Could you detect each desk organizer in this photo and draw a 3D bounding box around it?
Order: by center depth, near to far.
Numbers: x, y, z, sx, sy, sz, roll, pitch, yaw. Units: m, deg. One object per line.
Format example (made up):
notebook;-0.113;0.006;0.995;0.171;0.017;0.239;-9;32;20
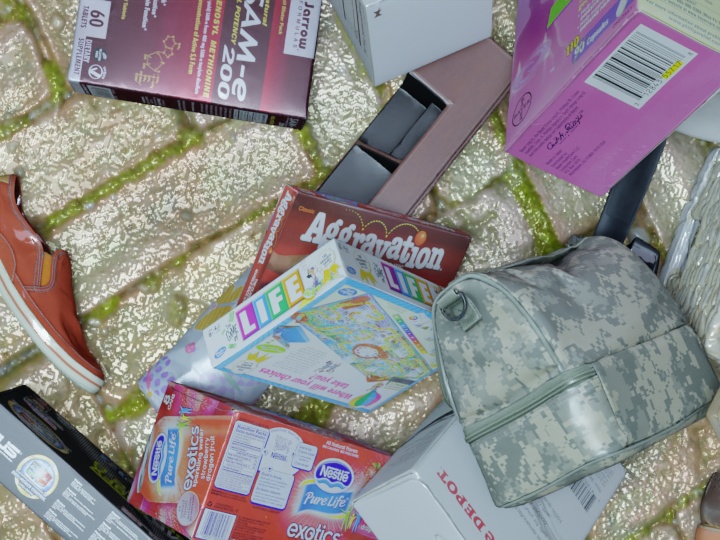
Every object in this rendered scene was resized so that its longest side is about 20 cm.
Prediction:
desk organizer;0.047;-0.114;1.060;0.077;0.072;0.201;39;84;-1

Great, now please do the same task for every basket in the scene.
basket;0.368;0.014;1.046;0.198;0.161;0.200;23;87;-3

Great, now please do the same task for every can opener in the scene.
can opener;0.222;-0.056;1.043;0.078;0.064;0.202;14;116;4

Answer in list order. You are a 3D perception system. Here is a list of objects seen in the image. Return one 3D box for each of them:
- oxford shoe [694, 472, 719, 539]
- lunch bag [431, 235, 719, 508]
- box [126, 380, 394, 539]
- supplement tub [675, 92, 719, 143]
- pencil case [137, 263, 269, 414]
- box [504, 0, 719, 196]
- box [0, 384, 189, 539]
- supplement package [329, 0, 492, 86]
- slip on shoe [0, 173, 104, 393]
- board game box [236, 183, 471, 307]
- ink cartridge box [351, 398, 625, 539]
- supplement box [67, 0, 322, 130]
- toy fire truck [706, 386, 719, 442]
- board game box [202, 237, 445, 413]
oxford shoe;0.393;0.222;1.087;0.197;0.071;0.074;11;82;-5
lunch bag;0.157;0.065;0.944;0.199;0.139;0.169;-13;74;-45
box;-0.067;0.165;0.979;0.199;0.095;0.101;23;84;-42
supplement tub;0.322;-0.221;1.050;0.143;0.145;0.202;16;80;-5
pencil case;-0.089;0.057;1.034;0.200;0.083;0.091;-44;122;-6
box;0.202;-0.196;0.971;0.096;0.176;0.202;22;54;-16
box;-0.214;0.174;0.977;0.200;0.160;0.044;42;84;-2
supplement package;0.016;-0.272;1.007;0.113;0.110;0.202;-23;66;-5
slip on shoe;-0.261;0.009;1.025;0.061;0.074;0.201;-30;87;-9
board game box;0.000;0.000;0.997;0.199;0.019;0.104;12;106;-43
ink cartridge box;0.106;0.173;0.997;0.146;0.083;0.200;53;43;-3
supplement box;-0.136;-0.189;1.048;0.197;0.061;0.110;8;87;-7
toy fire truck;0.349;0.082;0.911;0.199;0.129;0.177;-31;92;7
board game box;-0.006;0.049;0.971;0.134;0.199;0.035;-34;58;23
